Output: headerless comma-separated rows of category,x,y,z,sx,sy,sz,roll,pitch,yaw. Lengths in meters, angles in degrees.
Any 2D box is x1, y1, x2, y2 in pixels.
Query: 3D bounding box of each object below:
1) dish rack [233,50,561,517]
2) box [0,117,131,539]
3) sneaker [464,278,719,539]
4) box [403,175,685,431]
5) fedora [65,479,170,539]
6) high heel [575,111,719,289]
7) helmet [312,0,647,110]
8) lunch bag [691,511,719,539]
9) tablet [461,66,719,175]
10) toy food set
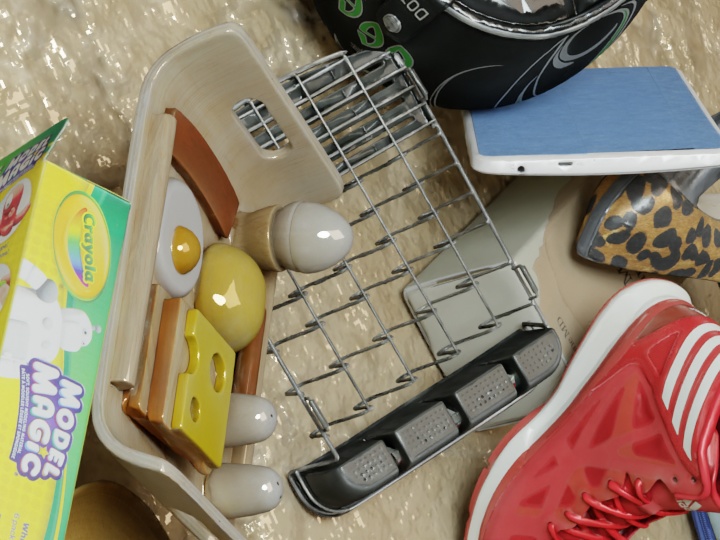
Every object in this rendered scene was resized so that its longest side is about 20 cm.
dish rack,0.000,0.000,1.043,0.153,0.055,0.201,-31,94,-24
box,-0.151,0.045,0.838,0.048,0.117,0.201,26,57,-33
sneaker,0.128,0.112,1.064,0.078,0.116,0.201,13,110,-33
box,0.116,-0.004,1.193,0.200,0.078,0.095,-46,112,-47
fedora,-0.072,0.176,0.850,0.201,0.081,0.202,-5,90,-77
high heel,0.182,0.010,1.181,0.142,0.071,0.201,-33,129,-21
helmet,0.065,-0.180,1.117,0.199,0.191,0.201,1,87,-12
lunch bag,0.281,0.133,1.326,0.200,0.082,0.161,-19,91,-50
tablet,0.118,-0.080,1.133,0.200,0.129,0.014,-89,178,-73
toy food set,-0.048,0.019,0.897,0.144,0.060,0.201,56,35,-57
